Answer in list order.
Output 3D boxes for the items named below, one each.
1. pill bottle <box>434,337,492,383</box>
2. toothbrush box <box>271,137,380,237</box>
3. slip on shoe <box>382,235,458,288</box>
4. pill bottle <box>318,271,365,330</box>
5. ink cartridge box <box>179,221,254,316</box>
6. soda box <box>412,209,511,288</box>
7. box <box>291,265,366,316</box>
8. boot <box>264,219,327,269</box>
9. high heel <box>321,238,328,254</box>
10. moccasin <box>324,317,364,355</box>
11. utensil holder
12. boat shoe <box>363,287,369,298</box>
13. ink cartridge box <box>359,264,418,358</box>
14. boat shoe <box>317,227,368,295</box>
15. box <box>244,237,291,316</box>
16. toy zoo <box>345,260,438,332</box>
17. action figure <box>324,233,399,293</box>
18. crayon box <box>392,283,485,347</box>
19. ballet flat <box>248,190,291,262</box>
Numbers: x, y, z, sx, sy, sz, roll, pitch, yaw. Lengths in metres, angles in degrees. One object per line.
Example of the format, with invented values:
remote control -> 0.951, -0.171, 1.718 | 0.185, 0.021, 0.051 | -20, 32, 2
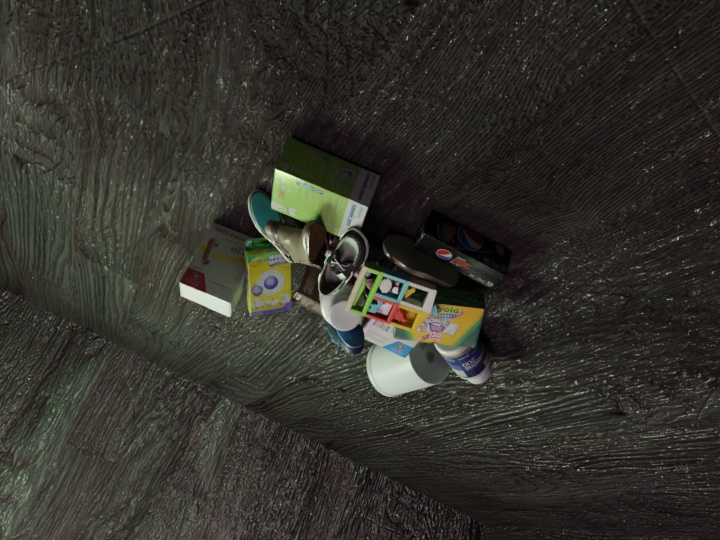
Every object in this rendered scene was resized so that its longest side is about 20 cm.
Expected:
pill bottle -> 0.281, 0.221, 1.525 | 0.109, 0.113, 0.201 | -2, 143, 36
toothbrush box -> -0.075, -0.159, 1.161 | 0.196, 0.088, 0.146 | 23, 152, 0
slip on shoe -> 0.129, -0.013, 1.286 | 0.197, 0.076, 0.061 | 27, 153, -20
pill bottle -> -0.046, 0.062, 1.380 | 0.106, 0.201, 0.112 | -3, 115, -6
ink cartridge box -> -0.363, -0.006, 1.491 | 0.142, 0.203, 0.084 | 21, 149, -1
soda box -> 0.211, -0.043, 1.185 | 0.196, 0.064, 0.071 | 26, 150, -8
box -> -0.076, 0.072, 1.532 | 0.197, 0.102, 0.075 | 28, 152, -9
boot -> -0.144, -0.071, 1.234 | 0.144, 0.071, 0.201 | 29, 157, 18
high heel -> -0.085, -0.078, 1.321 | 0.095, 0.068, 0.200 | 38, 164, -9
moccasin -> -0.037, 0.155, 1.402 | 0.078, 0.201, 0.070 | 2, 114, -18
utensil holder -> 0.139, 0.262, 1.633 | 0.168, 0.173, 0.199 | 33, 147, -22
boat shoe -> 0.095, 0.090, 1.476 | 0.199, 0.074, 0.061 | 39, 151, -18
ink cartridge box -> 0.102, 0.099, 1.399 | 0.144, 0.085, 0.201 | 27, 124, -13
boat shoe -> -0.042, -0.013, 1.209 | 0.074, 0.060, 0.201 | 43, 143, 4
box -> -0.235, 0.012, 1.461 | 0.114, 0.048, 0.205 | -9, 118, -19
toy zoo -> 0.079, 0.064, 1.231 | 0.195, 0.021, 0.133 | 19, 127, -9
action figure -> 0.000, 0.000, 1.290 | 0.199, 0.133, 0.150 | 41, 118, 16
crayon box -> 0.176, 0.103, 1.303 | 0.194, 0.059, 0.121 | 6, 127, 2
ballet flat -> -0.207, -0.104, 1.359 | 0.068, 0.070, 0.202 | -10, 124, 43
